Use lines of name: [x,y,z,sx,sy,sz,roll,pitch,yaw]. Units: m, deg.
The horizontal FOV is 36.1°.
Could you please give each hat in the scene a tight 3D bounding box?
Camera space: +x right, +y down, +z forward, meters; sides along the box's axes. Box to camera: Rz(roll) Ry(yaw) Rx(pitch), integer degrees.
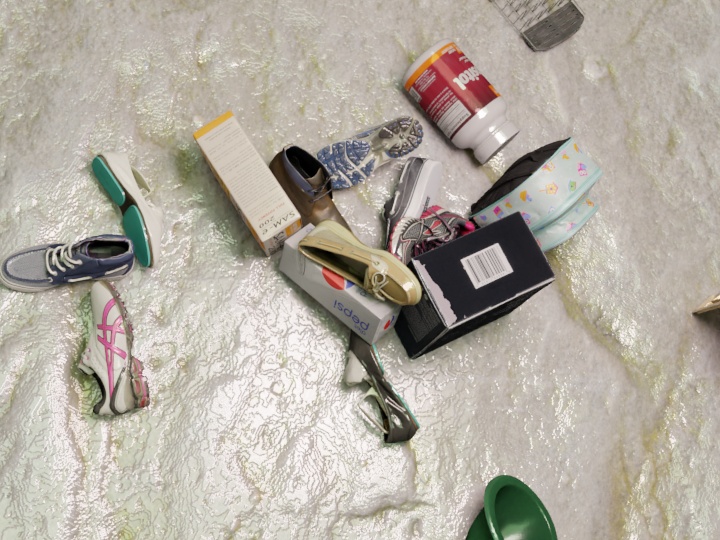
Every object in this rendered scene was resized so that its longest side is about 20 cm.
hat: [0.178,0.425,1.671,0.200,0.176,0.166,-11,68,-56]

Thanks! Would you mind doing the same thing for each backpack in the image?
backpack: [0.293,-0.115,1.769,0.153,0.200,0.176,48,56,4]

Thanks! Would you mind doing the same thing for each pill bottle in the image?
pill bottle: [0.172,-0.281,1.852,0.113,0.113,0.200,-39,85,-22]

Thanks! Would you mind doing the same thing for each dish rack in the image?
dish rack: [0.314,-0.499,1.992,0.153,0.055,0.200,-36,84,-21]

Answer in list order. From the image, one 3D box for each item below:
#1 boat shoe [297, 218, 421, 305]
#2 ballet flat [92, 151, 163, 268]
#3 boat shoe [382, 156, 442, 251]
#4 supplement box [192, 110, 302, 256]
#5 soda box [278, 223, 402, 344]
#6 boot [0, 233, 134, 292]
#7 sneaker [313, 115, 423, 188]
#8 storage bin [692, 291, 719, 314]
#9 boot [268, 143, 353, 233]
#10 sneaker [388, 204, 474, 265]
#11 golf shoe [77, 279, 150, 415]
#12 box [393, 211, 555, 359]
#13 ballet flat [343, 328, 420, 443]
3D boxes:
boat shoe: [0.000,-0.002,1.626,0.200,0.073,0.063,36,54,19]
ballet flat: [-0.341,-0.100,1.694,0.069,0.069,0.201,-25,79,-20]
boat shoe: [0.069,-0.093,1.792,0.067,0.072,0.201,15,81,27]
supplement box: [-0.171,-0.131,1.702,0.073,0.126,0.201,-33,82,-6]
soda box: [-0.031,0.019,1.691,0.200,0.068,0.063,39,50,17]
boot: [-0.432,-0.020,1.623,0.199,0.090,0.073,-8,74,-17]
sneaker: [0.008,-0.193,1.809,0.199,0.085,0.078,-21,103,1]
storage bin: [0.665,0.109,1.806,0.094,0.199,0.200,-40,84,-5]
boot: [-0.072,-0.111,1.741,0.075,0.097,0.200,-40,85,-22]
sneaker: [0.108,-0.050,1.732,0.074,0.081,0.200,20,33,28]
golf shoe: [-0.370,0.111,1.606,0.091,0.073,0.201,-14,76,-16]
box: [0.161,0.026,1.701,0.199,0.197,0.125,-24,78,-20]
ballet flat: [0.018,0.175,1.689,0.068,0.068,0.201,-27,80,-12]
